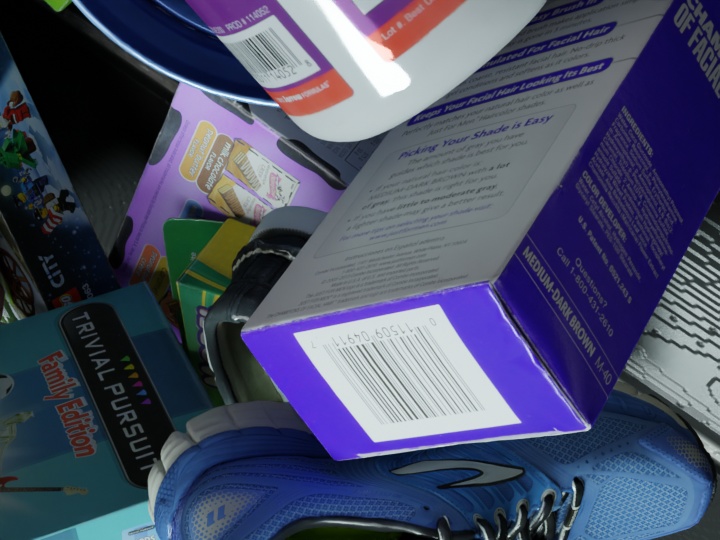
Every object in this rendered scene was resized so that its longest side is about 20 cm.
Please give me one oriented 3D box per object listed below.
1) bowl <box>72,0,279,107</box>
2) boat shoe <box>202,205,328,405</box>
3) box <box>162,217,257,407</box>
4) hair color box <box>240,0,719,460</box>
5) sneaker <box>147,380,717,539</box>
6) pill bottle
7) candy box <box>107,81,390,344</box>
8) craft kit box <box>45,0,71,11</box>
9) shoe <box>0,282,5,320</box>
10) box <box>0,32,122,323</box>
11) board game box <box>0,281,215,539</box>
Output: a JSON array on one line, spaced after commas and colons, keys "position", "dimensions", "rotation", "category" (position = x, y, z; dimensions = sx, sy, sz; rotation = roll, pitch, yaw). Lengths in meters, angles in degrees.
[{"position": [-0.020, -0.153, 0.596], "dimensions": [0.199, 0.039, 0.202], "rotation": [3, 120, 5], "category": "bowl"}, {"position": [-0.014, 0.071, 0.680], "dimensions": [0.075, 0.060, 0.201], "rotation": [3, 129, 33], "category": "boat shoe"}, {"position": [0.002, 0.052, 0.732], "dimensions": [0.199, 0.048, 0.118], "rotation": [19, 137, 24], "category": "box"}, {"position": [0.058, -0.030, 0.595], "dimensions": [0.109, 0.200, 0.065], "rotation": [-12, 124, 44], "category": "hair color box"}, {"position": [0.031, 0.092, 0.610], "dimensions": [0.199, 0.089, 0.079], "rotation": [-6, 126, -13], "category": "sneaker"}, {"position": [-0.033, -0.142, 0.517], "dimensions": [0.112, 0.113, 0.200], "rotation": [-20, 119, 47], "category": "pill bottle"}, {"position": [0.000, 0.000, 0.777], "dimensions": [0.200, 0.072, 0.168], "rotation": [36, 142, 2], "category": "candy box"}, {"position": [-0.139, -0.223, 0.676], "dimensions": [0.200, 0.049, 0.197], "rotation": [43, 145, -9], "category": "craft kit box"}, {"position": [-0.255, -0.019, 0.789], "dimensions": [0.199, 0.072, 0.091], "rotation": [24, 178, 15], "category": "shoe"}, {"position": [-0.190, -0.070, 0.815], "dimensions": [0.136, 0.038, 0.201], "rotation": [9, 126, 57], "category": "box"}, {"position": [-0.157, 0.085, 0.710], "dimensions": [0.151, 0.199, 0.047], "rotation": [-128, 24, -54], "category": "board game box"}]
